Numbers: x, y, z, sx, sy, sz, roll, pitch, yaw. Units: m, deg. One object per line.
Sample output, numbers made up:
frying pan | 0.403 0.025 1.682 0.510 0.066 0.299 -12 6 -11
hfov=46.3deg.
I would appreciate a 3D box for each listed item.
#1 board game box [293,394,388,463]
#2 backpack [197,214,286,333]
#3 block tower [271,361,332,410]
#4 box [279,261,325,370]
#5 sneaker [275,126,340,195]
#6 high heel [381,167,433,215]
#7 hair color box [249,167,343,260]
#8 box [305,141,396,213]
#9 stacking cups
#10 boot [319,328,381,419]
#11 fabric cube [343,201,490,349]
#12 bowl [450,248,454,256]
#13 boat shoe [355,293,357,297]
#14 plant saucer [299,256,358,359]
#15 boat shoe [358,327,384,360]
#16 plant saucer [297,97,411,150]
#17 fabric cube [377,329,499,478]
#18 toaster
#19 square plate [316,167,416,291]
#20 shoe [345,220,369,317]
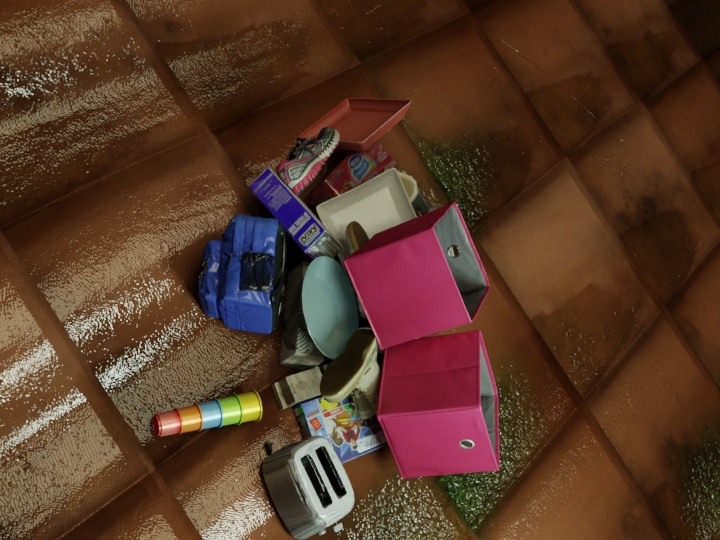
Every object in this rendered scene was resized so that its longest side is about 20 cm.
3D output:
board game box | -0.025 0.308 1.690 0.198 0.034 0.137 -12 77 -37
backpack | -0.222 -0.007 1.621 0.165 0.163 0.203 10 64 -7
block tower | -0.077 0.219 1.684 0.198 0.058 0.055 -15 77 -36
box | -0.111 0.092 1.703 0.067 0.082 0.203 17 60 -26
sneaker | -0.105 -0.246 1.759 0.074 0.080 0.201 40 44 -10
high heel | 0.082 -0.198 1.921 0.200 0.071 0.143 39 8 -43
hair color box | -0.131 -0.107 1.712 0.065 0.109 0.200 -45 65 2
box | -0.021 -0.200 1.881 0.096 0.099 0.200 45 52 -8
stacking cups | -0.278 0.267 1.532 0.197 0.060 0.061 -10 75 -32
boot | -0.007 0.229 1.621 0.200 0.071 0.157 -53 139 -51
fabric cube | 0.117 0.009 1.662 0.199 0.197 0.200 65 26 -9
bowl | 0.118 -0.016 1.901 0.197 0.075 0.203 7 60 -33
boat shoe | 0.056 0.082 1.822 0.200 0.074 0.064 33 69 -10
plant saucer | -0.070 0.075 1.644 0.200 0.038 0.205 31 53 -52
boat shoe | 0.071 0.175 1.797 0.197 0.071 0.070 12 64 -20
plant saucer | -0.010 -0.328 1.907 0.200 0.197 0.037 -45 131 -35
fabric cube | 0.158 0.264 1.652 0.202 0.196 0.198 -81 157 -48
toaster | -0.097 0.388 1.548 0.113 0.129 0.202 -20 81 -38
square plate | 0.028 -0.086 1.790 0.198 0.028 0.201 -27 97 -14
shoe | 0.000 0.000 1.728 0.070 0.053 0.203 -10 83 -64
